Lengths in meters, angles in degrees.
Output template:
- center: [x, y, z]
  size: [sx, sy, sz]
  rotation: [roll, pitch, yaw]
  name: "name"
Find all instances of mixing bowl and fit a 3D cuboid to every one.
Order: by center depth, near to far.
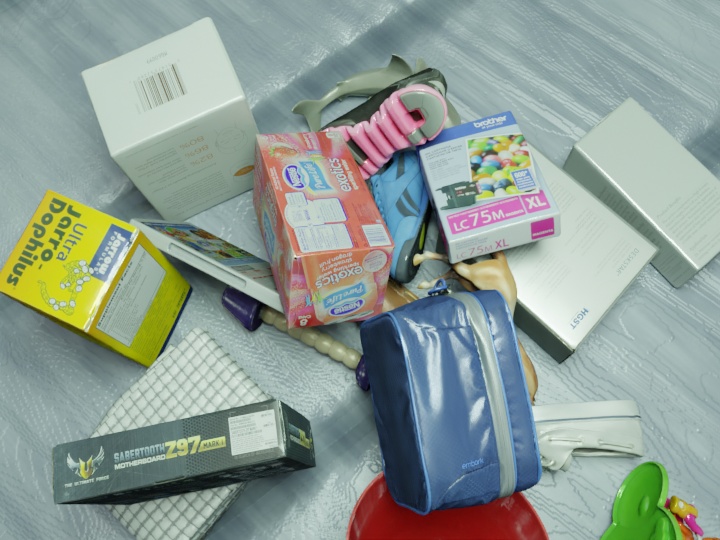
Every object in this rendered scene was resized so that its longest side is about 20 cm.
- center: [0.079, 0.295, 0.681]
  size: [0.194, 0.110, 0.203]
  rotation: [3, 46, -3]
  name: "mixing bowl"

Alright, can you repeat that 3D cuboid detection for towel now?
- center: [-0.186, 0.185, 0.758]
  size: [0.165, 0.086, 0.201]
  rotation: [39, 80, 15]
  name: "towel"

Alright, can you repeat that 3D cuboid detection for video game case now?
- center: [-0.143, -0.008, 0.786]
  size: [0.196, 0.143, 0.018]
  rotation: [26, 97, 10]
  name: "video game case"

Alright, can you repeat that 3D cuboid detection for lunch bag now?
- center: [0.085, 0.109, 0.653]
  size: [0.129, 0.136, 0.206]
  rotation: [-8, 85, -16]
  name: "lunch bag"

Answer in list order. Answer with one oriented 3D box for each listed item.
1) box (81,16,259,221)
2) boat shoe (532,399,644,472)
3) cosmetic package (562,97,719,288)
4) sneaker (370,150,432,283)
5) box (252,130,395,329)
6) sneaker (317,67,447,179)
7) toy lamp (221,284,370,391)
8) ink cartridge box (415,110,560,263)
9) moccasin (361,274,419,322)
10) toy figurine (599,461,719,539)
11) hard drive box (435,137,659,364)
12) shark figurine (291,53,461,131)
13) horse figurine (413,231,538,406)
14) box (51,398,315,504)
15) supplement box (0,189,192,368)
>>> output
- center: [-0.197, -0.159, 0.803]
  size: [0.149, 0.200, 0.108]
  rotation: [-25, 74, -5]
  name: "box"
- center: [0.206, 0.180, 0.746]
  size: [0.194, 0.074, 0.067]
  rotation: [-7, 68, 2]
  name: "boat shoe"
- center: [0.345, -0.092, 0.826]
  size: [0.101, 0.074, 0.201]
  rotation: [-36, 73, -9]
  name: "cosmetic package"
- center: [0.042, -0.065, 0.809]
  size: [0.076, 0.067, 0.203]
  rotation: [8, 47, 7]
  name: "sneaker"
- center: [-0.046, -0.048, 0.718]
  size: [0.100, 0.096, 0.202]
  rotation: [-5, 43, -18]
  name: "box"
- center: [0.022, -0.173, 0.816]
  size: [0.197, 0.079, 0.097]
  rotation: [-18, 38, 34]
  name: "sneaker"
- center: [-0.068, 0.068, 0.802]
  size: [0.196, 0.058, 0.059]
  rotation: [25, 75, 9]
  name: "toy lamp"
- center: [0.129, -0.106, 0.766]
  size: [0.116, 0.042, 0.203]
  rotation: [-14, 47, 3]
  name: "ink cartridge box"
- center: [0.000, -0.001, 0.812]
  size: [0.201, 0.074, 0.077]
  rotation: [41, 64, 18]
  name: "moccasin"
- center: [0.336, 0.322, 0.688]
  size: [0.182, 0.151, 0.202]
  rotation: [31, 51, -2]
  name: "toy figurine"
- center: [0.208, -0.023, 0.807]
  size: [0.200, 0.077, 0.156]
  rotation: [43, 79, 14]
  name: "hard drive box"
- center: [0.022, -0.233, 0.877]
  size: [0.208, 0.090, 0.132]
  rotation: [0, 71, 1]
  name: "shark figurine"
- center: [0.122, 0.045, 0.746]
  size: [0.129, 0.050, 0.206]
  rotation: [-1, 92, 12]
  name: "horse figurine"
- center: [-0.147, 0.168, 0.632]
  size: [0.195, 0.158, 0.052]
  rotation: [-12, 70, 3]
  name: "box"
- center: [-0.273, 0.019, 0.751]
  size: [0.107, 0.201, 0.111]
  rotation: [21, 74, 9]
  name: "supplement box"
